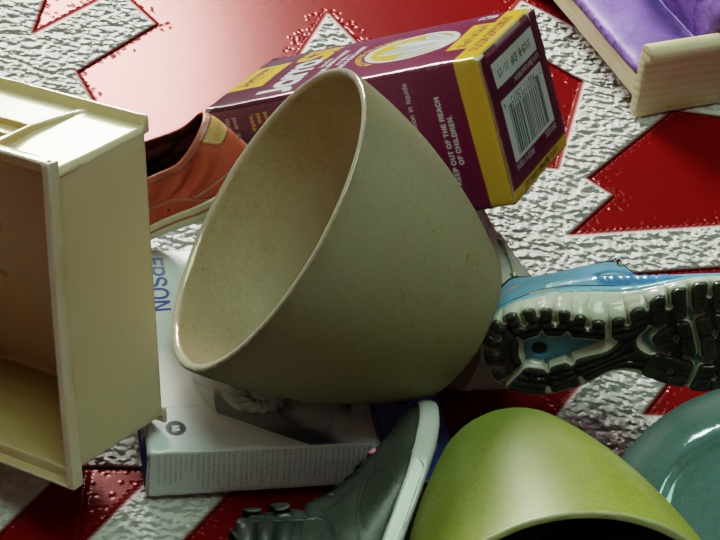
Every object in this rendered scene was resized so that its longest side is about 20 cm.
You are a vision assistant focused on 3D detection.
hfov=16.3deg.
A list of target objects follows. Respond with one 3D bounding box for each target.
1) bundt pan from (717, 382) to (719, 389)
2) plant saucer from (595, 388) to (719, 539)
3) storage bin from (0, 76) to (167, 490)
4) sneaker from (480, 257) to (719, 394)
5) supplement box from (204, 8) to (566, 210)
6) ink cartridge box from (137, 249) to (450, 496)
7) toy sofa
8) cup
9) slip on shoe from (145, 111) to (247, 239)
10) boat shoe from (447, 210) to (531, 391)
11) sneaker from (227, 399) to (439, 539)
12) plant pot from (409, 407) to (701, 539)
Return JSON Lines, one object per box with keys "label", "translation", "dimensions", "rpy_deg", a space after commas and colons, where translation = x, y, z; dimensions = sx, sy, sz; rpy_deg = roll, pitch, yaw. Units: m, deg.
{"label": "bundt pan", "translation": [0.311, 0.112, 1.554], "dimensions": [0.200, 0.076, 0.203], "rpy_deg": [6, 38, -4]}
{"label": "plant saucer", "translation": [0.224, 0.147, 1.442], "dimensions": [0.199, 0.039, 0.202], "rpy_deg": [-10, 59, 16]}
{"label": "storage bin", "translation": [-0.218, -0.005, 1.475], "dimensions": [0.198, 0.201, 0.094], "rpy_deg": [16, 30, 33]}
{"label": "sneaker", "translation": [0.172, 0.020, 1.540], "dimensions": [0.198, 0.079, 0.090], "rpy_deg": [0, 31, 2]}
{"label": "supplement box", "translation": [0.019, -0.094, 1.660], "dimensions": [0.199, 0.104, 0.131], "rpy_deg": [-10, 17, 23]}
{"label": "ink cartridge box", "translation": [-0.047, 0.058, 1.585], "dimensions": [0.198, 0.041, 0.200], "rpy_deg": [-1, 39, -12]}
{"label": "toy sofa", "translation": [0.208, -0.216, 1.933], "dimensions": [0.082, 0.098, 0.200], "rpy_deg": [-10, 43, -23]}
{"label": "cup", "translation": [0.000, 0.000, 1.505], "dimensions": [0.143, 0.200, 0.201], "rpy_deg": [28, 32, -22]}
{"label": "slip on shoe", "translation": [-0.162, -0.046, 1.624], "dimensions": [0.199, 0.061, 0.074], "rpy_deg": [-23, 30, 17]}
{"label": "boat shoe", "translation": [0.081, 0.016, 1.647], "dimensions": [0.069, 0.071, 0.201], "rpy_deg": [14, 34, -15]}
{"label": "sneaker", "translation": [-0.019, 0.140, 1.450], "dimensions": [0.099, 0.071, 0.201], "rpy_deg": [18, 50, 7]}
{"label": "plant pot", "translation": [0.101, 0.164, 1.390], "dimensions": [0.186, 0.188, 0.200], "rpy_deg": [2, 25, -7]}
